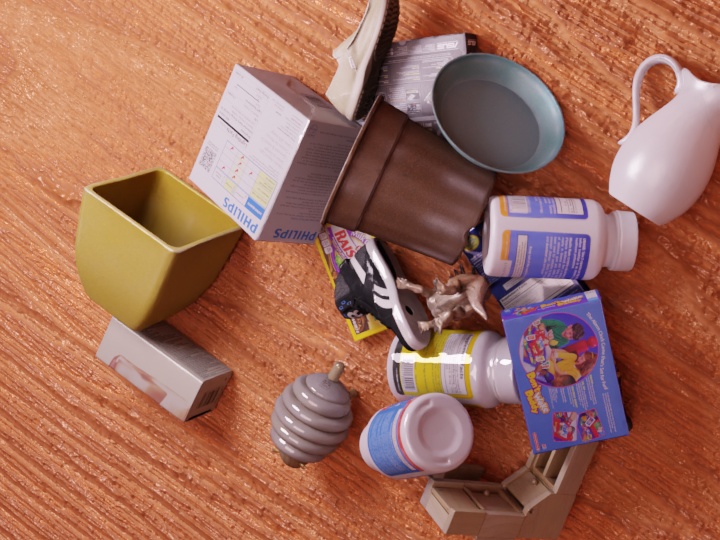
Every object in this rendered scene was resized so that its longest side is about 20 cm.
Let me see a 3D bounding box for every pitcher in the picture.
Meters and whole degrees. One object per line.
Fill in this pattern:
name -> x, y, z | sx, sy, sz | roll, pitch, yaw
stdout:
pitcher -> 0.401, -0.177, 1.538 | 0.172, 0.121, 0.200 | 40, 103, 37

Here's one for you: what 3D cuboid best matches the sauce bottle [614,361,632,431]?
sauce bottle -> 0.328, 0.140, 1.627 | 0.066, 0.066, 0.200 | -17, 107, 27

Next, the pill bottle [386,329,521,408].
pill bottle -> 0.150, 0.143, 1.687 | 0.200, 0.114, 0.115 | 0, 98, 31

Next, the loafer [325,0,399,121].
loafer -> -0.001, -0.316, 1.664 | 0.068, 0.076, 0.200 | 24, 107, 14

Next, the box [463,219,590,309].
box -> 0.242, 0.004, 1.676 | 0.121, 0.032, 0.200 | -37, 83, 25

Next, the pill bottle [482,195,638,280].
pill bottle -> 0.272, -0.043, 1.585 | 0.200, 0.112, 0.112 | 3, 100, -1

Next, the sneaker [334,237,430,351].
sneaker -> 0.026, 0.059, 1.718 | 0.112, 0.073, 0.200 | -40, 52, 24

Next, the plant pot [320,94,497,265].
plant pot -> 0.074, -0.115, 1.623 | 0.198, 0.200, 0.201 | 24, 109, 0

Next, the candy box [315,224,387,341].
candy box -> 0.000, 0.000, 1.795 | 0.102, 0.026, 0.200 | -23, 88, 23

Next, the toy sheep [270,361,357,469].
toy sheep -> -0.072, 0.224, 1.805 | 0.138, 0.138, 0.200 | 28, 109, 19

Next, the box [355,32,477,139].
box -> 0.077, -0.260, 1.705 | 0.200, 0.048, 0.159 | -2, 98, 26

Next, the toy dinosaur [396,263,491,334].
toy dinosaur -> 0.145, 0.036, 1.638 | 0.200, 0.135, 0.086 | -9, 93, 63

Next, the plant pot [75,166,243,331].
plant pot -> -0.342, -0.021, 1.868 | 0.194, 0.195, 0.200 | 34, 117, 17

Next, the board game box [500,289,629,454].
board game box -> 0.278, 0.139, 1.571 | 0.134, 0.045, 0.200 | -12, 104, 7

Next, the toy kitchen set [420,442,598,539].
toy kitchen set -> 0.194, 0.269, 1.673 | 0.163, 0.200, 0.181 | 45, 120, 55

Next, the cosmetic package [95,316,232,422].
cosmetic package -> -0.328, 0.156, 1.933 | 0.200, 0.103, 0.087 | 35, 110, 18

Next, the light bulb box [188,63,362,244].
light bulb box -> -0.129, -0.174, 1.744 | 0.198, 0.125, 0.200 | 41, 115, 37

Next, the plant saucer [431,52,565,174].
plant saucer -> 0.185, -0.211, 1.603 | 0.200, 0.200, 0.036 | 51, 148, 10

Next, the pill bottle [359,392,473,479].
pill bottle -> 0.072, 0.243, 1.674 | 0.112, 0.112, 0.200 | 66, 153, 3
